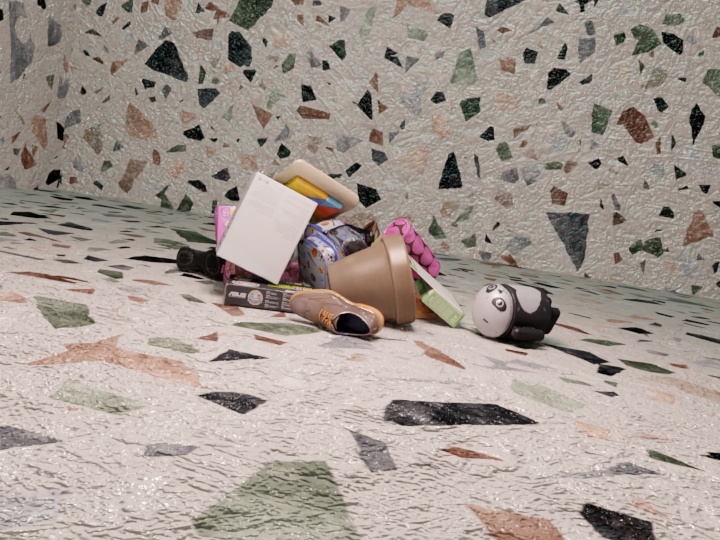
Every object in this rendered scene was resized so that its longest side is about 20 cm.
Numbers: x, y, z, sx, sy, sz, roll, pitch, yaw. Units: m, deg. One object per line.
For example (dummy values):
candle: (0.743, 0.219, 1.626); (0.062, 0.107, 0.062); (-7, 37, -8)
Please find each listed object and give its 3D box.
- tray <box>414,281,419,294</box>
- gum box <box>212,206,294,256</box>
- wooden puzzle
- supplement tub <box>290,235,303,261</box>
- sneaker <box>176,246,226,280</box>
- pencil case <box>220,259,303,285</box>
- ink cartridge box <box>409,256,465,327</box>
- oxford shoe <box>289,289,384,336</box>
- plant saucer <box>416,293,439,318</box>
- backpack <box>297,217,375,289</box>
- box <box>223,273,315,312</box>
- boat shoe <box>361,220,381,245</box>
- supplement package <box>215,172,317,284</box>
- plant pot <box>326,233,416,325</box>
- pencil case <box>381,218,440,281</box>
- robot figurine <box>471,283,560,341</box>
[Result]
tray: (0.106, 0.027, 1.799); (0.107, 0.022, 0.200); (31, -14, 39)
gum box: (-0.263, -0.092, 1.680); (0.198, 0.115, 0.066); (1, -9, -11)
wooden puzzle: (-0.126, -0.176, 1.648); (0.184, 0.037, 0.200); (31, -29, -22)
supplement tub: (-0.248, -0.068, 1.834); (0.144, 0.146, 0.199); (4, -13, -34)
sneaker: (-0.381, -0.020, 1.770); (0.199, 0.077, 0.091); (16, 3, 30)
pencil case: (-0.238, 0.007, 1.684); (0.199, 0.083, 0.087); (4, -30, -30)
ink cartridge box: (0.152, 0.035, 1.612); (0.200, 0.048, 0.146); (39, 11, -13)
oxford shoe: (-0.056, 0.084, 1.346); (0.198, 0.072, 0.073); (11, 12, 17)
plant saucer: (0.105, 0.080, 1.706); (0.198, 0.038, 0.200); (9, 8, -1)
backpack: (-0.069, -0.029, 1.649); (0.153, 0.201, 0.191); (-9, 33, -26)
box: (-0.198, 0.051, 1.519); (0.198, 0.045, 0.160); (8, 6, -8)
boat shoe: (-0.014, -0.073, 1.889); (0.072, 0.072, 0.200); (21, 45, 37)
supplement package: (-0.217, -0.099, 1.549); (0.151, 0.201, 0.151); (27, 0, -15)
plant pot: (0.018, 0.028, 1.495); (0.173, 0.202, 0.200); (-8, 8, -3)
pencil case: (0.126, -0.042, 1.737); (0.093, 0.091, 0.200); (-20, -45, 21)
robot figurine: (0.347, 0.093, 1.532); (0.198, 0.126, 0.150); (6, -5, -22)
